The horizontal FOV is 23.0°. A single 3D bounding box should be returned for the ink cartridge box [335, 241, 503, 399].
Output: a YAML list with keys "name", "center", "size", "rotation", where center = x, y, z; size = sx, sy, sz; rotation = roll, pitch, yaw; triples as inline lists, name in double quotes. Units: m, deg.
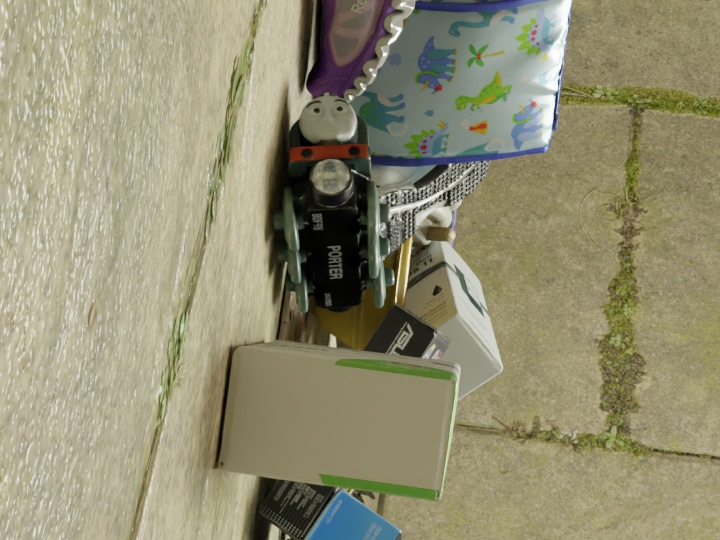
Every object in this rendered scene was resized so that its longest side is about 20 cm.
- name: "ink cartridge box"
  center: [0.053, 0.066, 1.790]
  size: [0.083, 0.146, 0.200]
  rotation: [50, 12, -21]

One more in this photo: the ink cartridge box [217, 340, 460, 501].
- name: "ink cartridge box"
  center: [-0.008, 0.098, 1.209]
  size: [0.200, 0.145, 0.084]
  rotation: [15, 83, -86]

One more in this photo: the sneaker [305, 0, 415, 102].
- name: "sneaker"
  center: [-0.002, -0.209, 1.301]
  size: [0.081, 0.088, 0.200]
  rotation: [-82, -161, -47]

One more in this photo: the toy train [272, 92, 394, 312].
- name: "toy train"
  center: [-0.021, -0.046, 1.310]
  size: [0.200, 0.085, 0.114]
  rotation: [85, 0, -64]

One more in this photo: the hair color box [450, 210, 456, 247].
- name: "hair color box"
  center: [0.082, -0.071, 2.527]
  size: [0.200, 0.109, 0.065]
  rotation: [77, 20, -80]

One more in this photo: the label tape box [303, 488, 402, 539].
- name: "label tape box"
  center: [-0.029, 0.256, 1.417]
  size: [0.144, 0.066, 0.200]
  rotation: [-56, 173, -10]

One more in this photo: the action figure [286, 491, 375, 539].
- name: "action figure"
  center: [-0.017, 0.233, 1.668]
  size: [0.200, 0.102, 0.119]
  rotation: [-79, 161, -48]

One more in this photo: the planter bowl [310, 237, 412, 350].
- name: "planter bowl"
  center: [0.000, 0.000, 1.621]
  size: [0.200, 0.083, 0.201]
  rotation: [6, 90, -86]

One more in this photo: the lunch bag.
- name: "lunch bag"
  center: [0.069, -0.179, 1.456]
  size: [0.128, 0.199, 0.170]
  rotation: [-78, 173, -46]

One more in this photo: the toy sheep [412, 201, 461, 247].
- name: "toy sheep"
  center: [0.049, -0.095, 1.822]
  size: [0.138, 0.137, 0.201]
  rotation: [84, 26, -74]

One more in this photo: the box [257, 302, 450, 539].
- name: "box"
  center: [-0.001, 0.126, 1.458]
  size: [0.200, 0.044, 0.160]
  rotation: [-57, 172, -1]

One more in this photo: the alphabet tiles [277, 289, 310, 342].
- name: "alphabet tiles"
  center: [-0.053, 0.034, 1.470]
  size: [0.167, 0.008, 0.201]
  rotation: [84, 14, -72]

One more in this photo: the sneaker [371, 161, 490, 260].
- name: "sneaker"
  center: [0.023, -0.071, 1.511]
  size: [0.200, 0.080, 0.074]
  rotation: [-33, 144, -36]
